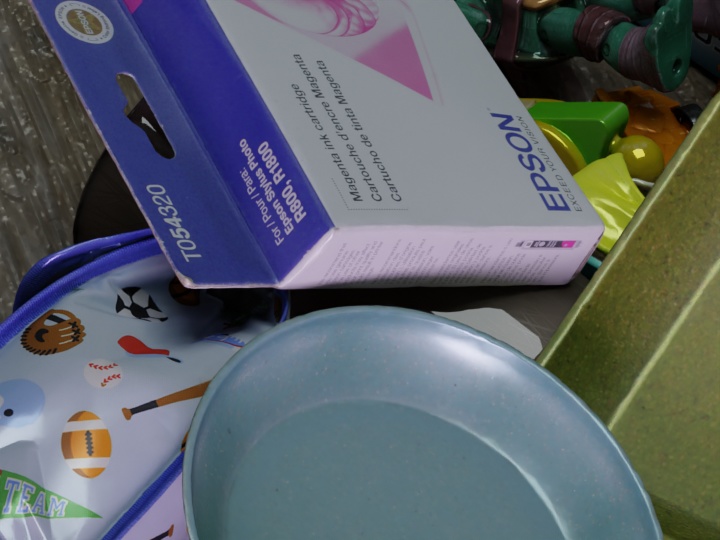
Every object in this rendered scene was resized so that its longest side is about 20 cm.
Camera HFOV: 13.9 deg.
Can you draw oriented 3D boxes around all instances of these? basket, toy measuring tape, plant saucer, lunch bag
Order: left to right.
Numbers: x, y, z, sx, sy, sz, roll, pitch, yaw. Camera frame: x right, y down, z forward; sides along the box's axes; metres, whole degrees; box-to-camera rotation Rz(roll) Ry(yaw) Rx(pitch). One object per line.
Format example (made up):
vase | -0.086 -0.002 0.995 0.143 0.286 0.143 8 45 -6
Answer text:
lunch bag | -0.108 0.085 1.201 0.124 0.170 0.200 35 56 15
basket | 0.000 0.000 1.307 0.200 0.136 0.180 37 18 14
plant saucer | 0.021 0.105 1.125 0.199 0.036 0.201 13 51 -17
toy measuring tape | 0.052 -0.044 1.398 0.199 0.074 0.074 2 45 29
plant saucer | 0.181 0.041 1.197 0.199 0.048 0.200 25 73 37

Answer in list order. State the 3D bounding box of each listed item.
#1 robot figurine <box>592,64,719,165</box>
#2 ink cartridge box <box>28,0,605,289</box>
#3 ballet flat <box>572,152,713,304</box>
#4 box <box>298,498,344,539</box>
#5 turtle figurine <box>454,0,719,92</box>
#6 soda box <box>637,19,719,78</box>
robot figurine | 0.193 -0.017 1.392 0.144 0.058 0.201 -15 53 -18
ink cartridge box | -0.022 -0.075 1.235 0.199 0.043 0.197 0 46 -39
ballet flat | 0.163 0.018 1.294 0.200 0.067 0.067 40 75 21
box | -0.044 0.153 1.166 0.032 0.121 0.200 32 44 -6
turtle figurine | 0.085 -0.143 1.445 0.199 0.101 0.150 18 54 30
soda box | 0.199 -0.137 1.485 0.200 0.069 0.063 38 54 23
